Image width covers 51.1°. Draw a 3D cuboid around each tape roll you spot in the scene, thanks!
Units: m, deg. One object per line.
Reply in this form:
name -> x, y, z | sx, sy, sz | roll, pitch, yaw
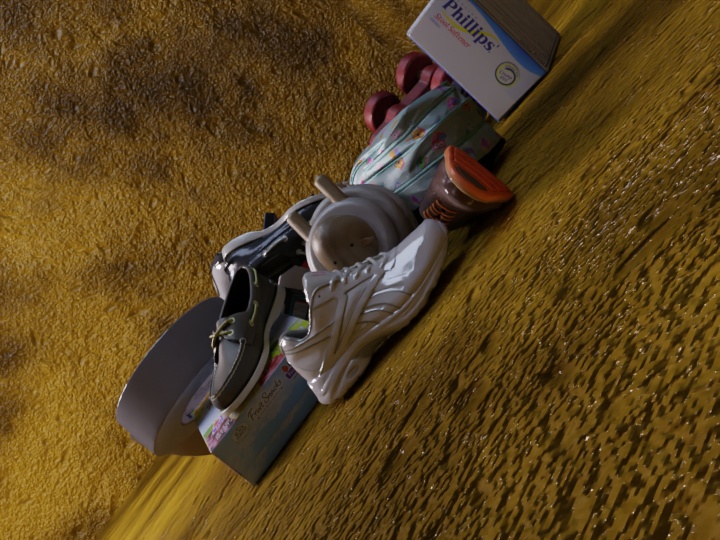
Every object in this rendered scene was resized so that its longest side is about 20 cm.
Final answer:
tape roll -> -0.216, 0.134, 0.961 | 0.201, 0.066, 0.201 | -52, -10, -12

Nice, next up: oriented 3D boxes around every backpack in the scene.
backpack -> 0.072, -0.124, 0.894 | 0.167, 0.127, 0.200 | -50, 8, -34

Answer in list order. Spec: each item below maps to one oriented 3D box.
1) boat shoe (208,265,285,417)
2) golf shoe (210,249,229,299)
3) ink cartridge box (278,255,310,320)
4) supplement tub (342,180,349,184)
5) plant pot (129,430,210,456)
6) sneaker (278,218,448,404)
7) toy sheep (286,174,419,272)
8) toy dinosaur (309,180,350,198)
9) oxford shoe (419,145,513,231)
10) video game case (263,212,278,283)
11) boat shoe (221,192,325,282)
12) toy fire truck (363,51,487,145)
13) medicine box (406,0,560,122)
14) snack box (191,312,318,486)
boat shoe -> -0.135, 0.072, 0.830 | 0.072, 0.060, 0.203 | -36, 25, 29
golf shoe -> -0.164, 0.054, 1.066 | 0.202, 0.076, 0.096 | 87, 170, -51
ink cartridge box -> -0.073, 0.017, 1.028 | 0.116, 0.066, 0.204 | -71, -6, -74
supplement tub -> -0.041, -0.032, 1.205 | 0.200, 0.122, 0.123 | -47, 7, 26
plant pot -> -0.238, 0.201, 1.148 | 0.203, 0.133, 0.200 | -60, -1, -1
sneaker -> -0.002, 0.023, 0.686 | 0.201, 0.099, 0.078 | -50, 6, 7
toy sheep -> 0.004, -0.029, 0.793 | 0.138, 0.138, 0.199 | -48, -15, 18
toy dinosaur -> -0.015, -0.077, 1.090 | 0.198, 0.103, 0.058 | -16, 4, 43
oxford shoe -> 0.092, -0.065, 0.694 | 0.073, 0.071, 0.200 | -52, -5, 11
video game case -> -0.125, 0.010, 1.088 | 0.200, 0.019, 0.146 | 90, -177, -81
boat shoe -> -0.082, -0.031, 0.915 | 0.198, 0.061, 0.075 | -28, -25, 28
toy fire truck -> 0.108, -0.230, 1.181 | 0.201, 0.168, 0.112 | -51, 43, -9
medicine box -> 0.183, -0.341, 1.088 | 0.103, 0.182, 0.201 | -45, 8, 35
snack box -> -0.111, 0.136, 0.871 | 0.170, 0.067, 0.200 | -52, 14, -12
